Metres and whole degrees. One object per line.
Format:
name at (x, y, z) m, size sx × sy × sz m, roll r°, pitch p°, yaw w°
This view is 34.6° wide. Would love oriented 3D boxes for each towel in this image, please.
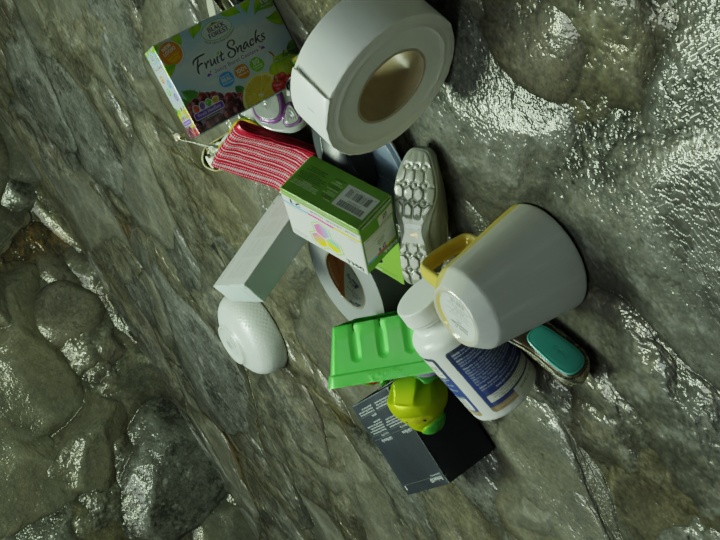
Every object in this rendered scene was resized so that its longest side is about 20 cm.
towel at (-0.157, -0.182, 1.883) m, size 0.144 × 0.023 × 0.200 m, roll 19°, pitch 160°, yaw -15°

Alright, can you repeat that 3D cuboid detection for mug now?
mug at (0.167, 0.022, 1.439) m, size 0.150 × 0.153 × 0.186 m, roll 58°, pitch 157°, yaw -3°

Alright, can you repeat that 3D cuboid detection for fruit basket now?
fruit basket at (0.068, 0.161, 1.740) m, size 0.214 × 0.155 × 0.217 m, roll 3°, pitch 97°, yaw 22°

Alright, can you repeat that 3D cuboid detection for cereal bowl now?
cereal bowl at (-0.247, 0.142, 2.498) m, size 0.200 × 0.083 × 0.201 m, roll 43°, pitch 152°, yaw 29°

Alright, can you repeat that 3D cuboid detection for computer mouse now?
computer mouse at (-0.042, -0.186, 1.632) m, size 0.138 × 0.053 × 0.201 m, roll 10°, pitch 130°, yaw 59°

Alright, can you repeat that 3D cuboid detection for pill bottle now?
pill bottle at (0.142, 0.101, 1.577) m, size 0.200 × 0.111 × 0.111 m, roll 49°, pitch 161°, yaw -21°

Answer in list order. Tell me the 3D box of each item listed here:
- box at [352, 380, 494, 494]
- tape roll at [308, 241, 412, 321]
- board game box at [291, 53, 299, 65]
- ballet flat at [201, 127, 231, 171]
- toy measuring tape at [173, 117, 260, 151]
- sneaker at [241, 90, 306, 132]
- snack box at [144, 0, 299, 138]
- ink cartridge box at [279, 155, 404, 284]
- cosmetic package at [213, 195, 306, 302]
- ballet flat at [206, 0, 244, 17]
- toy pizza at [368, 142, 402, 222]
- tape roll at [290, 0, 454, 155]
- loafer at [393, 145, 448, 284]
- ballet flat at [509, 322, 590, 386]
box at (0.100, 0.262, 1.925) m, size 0.183 × 0.104 × 0.200 m, roll 58°, pitch 157°, yaw 4°
tape roll at (0.000, 0.000, 1.853) m, size 0.200 × 0.066 × 0.201 m, roll 44°, pitch 152°, yaw 31°
board game box at (-0.031, -0.283, 1.621) m, size 0.096 × 0.030 × 0.200 m, roll 61°, pitch 155°, yaw -8°
ballet flat at (-0.236, -0.213, 2.060) m, size 0.071 × 0.071 × 0.200 m, roll 61°, pitch 156°, yaw -8°
toy measuring tape at (-0.220, -0.233, 1.953) m, size 0.199 × 0.074 × 0.074 m, roll 15°, pitch 139°, yaw 18°
sneaker at (-0.146, -0.267, 1.823) m, size 0.200 × 0.099 × 0.075 m, roll 29°, pitch 100°, yaw 34°
snack box at (-0.193, -0.303, 1.695) m, size 0.143 × 0.200 × 0.053 m, roll 61°, pitch 157°, yaw -8°
ink cartridge box at (-0.020, -0.048, 1.648) m, size 0.147 × 0.076 × 0.200 m, roll 29°, pitch 152°, yaw 28°
cosmetic package at (-0.150, -0.040, 1.933) m, size 0.052 × 0.200 × 0.151 m, roll 40°, pitch 163°, yaw -22°
ballet flat at (-0.186, -0.368, 1.768) m, size 0.201 × 0.072 × 0.072 m, roll 63°, pitch 156°, yaw -11°
toy pizza at (0.016, -0.158, 1.666) m, size 0.200 × 0.032 × 0.201 m, roll 44°, pitch 155°, yaw 27°
tape roll at (0.015, -0.236, 1.362) m, size 0.071 × 0.202 × 0.203 m, roll 46°, pitch 154°, yaw 25°
loafer at (0.087, -0.077, 1.584) m, size 0.070 × 0.070 × 0.201 m, roll 12°, pitch 117°, yaw 24°
ballet flat at (0.222, 0.081, 1.524) m, size 0.200 × 0.068 × 0.075 m, roll 46°, pitch 170°, yaw 22°
